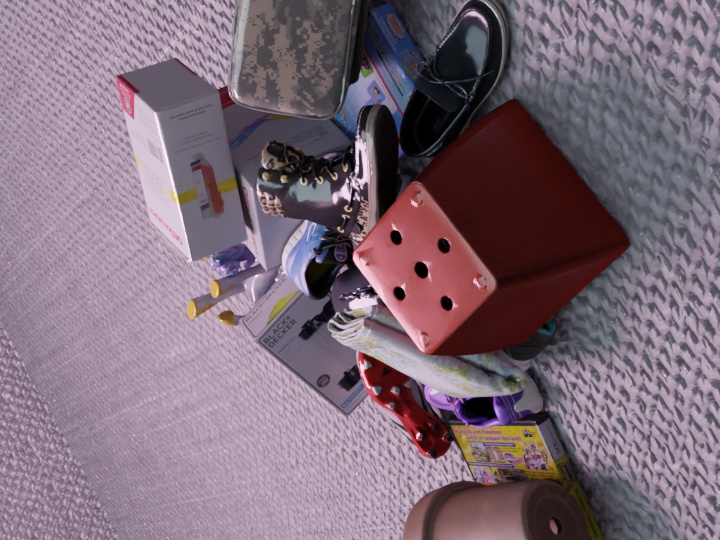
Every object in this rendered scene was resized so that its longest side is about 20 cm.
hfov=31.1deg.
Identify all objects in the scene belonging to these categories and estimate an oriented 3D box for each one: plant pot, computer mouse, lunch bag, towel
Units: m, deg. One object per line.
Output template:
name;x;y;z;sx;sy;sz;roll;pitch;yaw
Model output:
plant pot;0.115;-0.025;1.333;0.200;0.176;0.200;53;132;12
computer mouse;0.000;0.000;1.564;0.200;0.046;0.141;174;87;-67
plant pot;0.180;0.334;1.564;0.174;0.200;0.201;-34;86;43
lunch bag;-0.060;-0.285;1.415;0.139;0.168;0.201;8;118;1
towel;0.070;0.095;1.462;0.199;0.048;0.171;24;171;-12

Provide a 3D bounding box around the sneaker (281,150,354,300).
sneaker;-0.029;-0.051;1.537;0.089;0.078;0.201;56;136;47

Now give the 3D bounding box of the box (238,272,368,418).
box;-0.051;0.094;1.716;0.200;0.117;0.060;45;180;-35

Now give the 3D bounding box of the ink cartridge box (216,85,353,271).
ink cartridge box;-0.110;-0.130;1.630;0.200;0.144;0.146;47;155;41

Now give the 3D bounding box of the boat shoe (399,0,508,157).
boat shoe;0.095;-0.196;1.356;0.075;0.062;0.200;42;130;19

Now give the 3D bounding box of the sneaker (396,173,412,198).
sneaker;0.064;-0.022;1.589;0.076;0.077;0.201;-72;-20;-70

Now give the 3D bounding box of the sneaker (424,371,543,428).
sneaker;0.135;0.153;1.604;0.200;0.083;0.081;-4;112;59

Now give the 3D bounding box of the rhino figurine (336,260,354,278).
rhino figurine;0.042;0.059;1.683;0.200;0.060;0.088;42;170;28

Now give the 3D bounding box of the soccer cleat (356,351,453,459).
soccer cleat;0.051;0.169;1.732;0.200;0.069;0.085;53;168;-16

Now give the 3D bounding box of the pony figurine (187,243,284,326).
pony figurine;-0.130;-0.010;1.800;0.167;0.199;0.194;45;132;38

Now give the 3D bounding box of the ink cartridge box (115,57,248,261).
ink cartridge box;-0.214;-0.133;1.552;0.145;0.083;0.201;40;145;51

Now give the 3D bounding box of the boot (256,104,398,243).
boot;-0.037;-0.110;1.414;0.150;0.073;0.200;15;145;13

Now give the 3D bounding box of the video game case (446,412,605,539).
video game case;0.207;0.265;1.649;0.200;0.025;0.181;-12;106;60

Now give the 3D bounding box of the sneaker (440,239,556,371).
sneaker;0.155;0.017;1.483;0.200;0.078;0.091;54;137;2

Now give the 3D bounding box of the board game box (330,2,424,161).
board game box;0.018;-0.202;1.521;0.152;0.037;0.200;60;150;1
